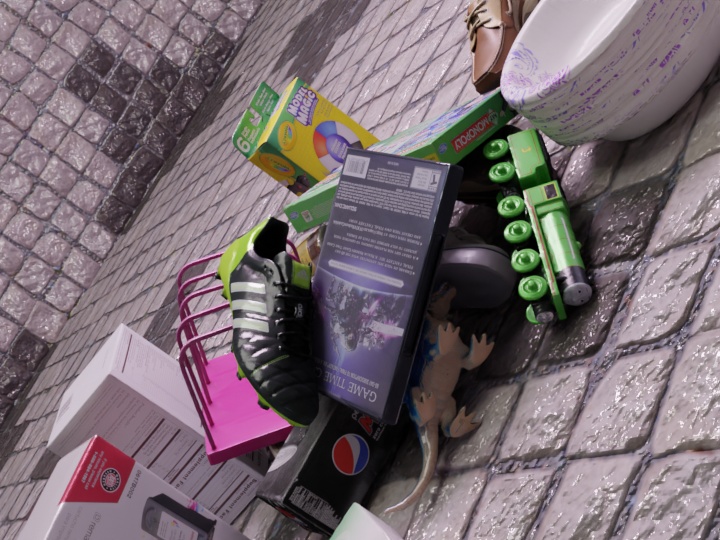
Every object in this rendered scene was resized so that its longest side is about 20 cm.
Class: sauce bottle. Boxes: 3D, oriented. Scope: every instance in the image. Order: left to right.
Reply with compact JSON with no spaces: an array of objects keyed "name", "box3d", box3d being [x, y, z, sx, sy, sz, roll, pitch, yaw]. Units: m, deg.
[{"name":"sauce bottle","box3d":[-0.083,0.021,1.460,0.200,0.064,0.065,-40,23,40]}]

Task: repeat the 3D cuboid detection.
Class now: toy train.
[{"name":"toy train","box3d":[0.139,-0.039,0.968,0.056,0.042,0.201,-17,45,8]}]

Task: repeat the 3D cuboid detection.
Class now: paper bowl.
[{"name":"paper bowl","box3d":[0.216,-0.188,0.999,0.201,0.104,0.201,-48,18,21]}]

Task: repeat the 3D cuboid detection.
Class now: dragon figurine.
[{"name":"dragon figurine","box3d":[0.050,0.092,0.972,0.099,0.058,0.202,-6,70,67]}]

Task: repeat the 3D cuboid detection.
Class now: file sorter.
[{"name":"file sorter","box3d":[-0.102,0.065,1.176,0.138,0.126,0.200,-18,22,-2]}]

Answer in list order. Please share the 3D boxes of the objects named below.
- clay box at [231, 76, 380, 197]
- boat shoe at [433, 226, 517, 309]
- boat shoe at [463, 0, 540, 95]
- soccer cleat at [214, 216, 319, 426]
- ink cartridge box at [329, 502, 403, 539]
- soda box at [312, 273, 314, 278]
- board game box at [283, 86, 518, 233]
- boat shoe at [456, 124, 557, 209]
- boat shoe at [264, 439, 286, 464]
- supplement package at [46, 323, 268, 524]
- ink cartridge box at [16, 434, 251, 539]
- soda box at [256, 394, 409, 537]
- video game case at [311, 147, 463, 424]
[{"name":"clay box","box3d":[-0.045,-0.134,1.418,0.048,0.199,0.116,-34,27,46]},{"name":"boat shoe","box3d":[0.079,-0.007,1.076,0.200,0.073,0.066,-13,49,63]},{"name":"boat shoe","box3d":[0.148,-0.275,1.383,0.076,0.074,0.201,-39,23,41]},{"name":"soccer cleat","box3d":[-0.068,0.037,1.007,0.081,0.067,0.201,-45,44,23]},{"name":"ink cartridge box","box3d":[-0.006,0.265,0.842,0.162,0.050,0.200,-56,15,-4]},{"name":"soda box","box3d":[0.026,-0.046,1.300,0.201,0.063,0.071,-59,19,-13]},{"name":"board game box","box3d":[0.037,-0.099,1.091,0.199,0.029,0.134,-19,16,47]},{"name":"boat shoe","box3d":[0.110,-0.087,1.144,0.075,0.073,0.200,-59,24,-7]},{"name":"boat shoe","box3d":[-0.058,0.164,1.177,0.200,0.072,0.063,-126,30,-66]},{"name":"supplement package","box3d":[-0.203,0.171,1.266,0.110,0.199,0.114,-48,18,16]},{"name":"ink cartridge box","box3d":[-0.201,0.266,1.091,0.085,0.199,0.148,-37,24,41]},{"name":"soda box","box3d":[-0.005,0.123,1.046,0.201,0.063,0.071,-59,18,-16]},{"name":"video game case","box3d":[0.008,0.007,0.981,0.142,0.019,0.202,17,93,54]}]
